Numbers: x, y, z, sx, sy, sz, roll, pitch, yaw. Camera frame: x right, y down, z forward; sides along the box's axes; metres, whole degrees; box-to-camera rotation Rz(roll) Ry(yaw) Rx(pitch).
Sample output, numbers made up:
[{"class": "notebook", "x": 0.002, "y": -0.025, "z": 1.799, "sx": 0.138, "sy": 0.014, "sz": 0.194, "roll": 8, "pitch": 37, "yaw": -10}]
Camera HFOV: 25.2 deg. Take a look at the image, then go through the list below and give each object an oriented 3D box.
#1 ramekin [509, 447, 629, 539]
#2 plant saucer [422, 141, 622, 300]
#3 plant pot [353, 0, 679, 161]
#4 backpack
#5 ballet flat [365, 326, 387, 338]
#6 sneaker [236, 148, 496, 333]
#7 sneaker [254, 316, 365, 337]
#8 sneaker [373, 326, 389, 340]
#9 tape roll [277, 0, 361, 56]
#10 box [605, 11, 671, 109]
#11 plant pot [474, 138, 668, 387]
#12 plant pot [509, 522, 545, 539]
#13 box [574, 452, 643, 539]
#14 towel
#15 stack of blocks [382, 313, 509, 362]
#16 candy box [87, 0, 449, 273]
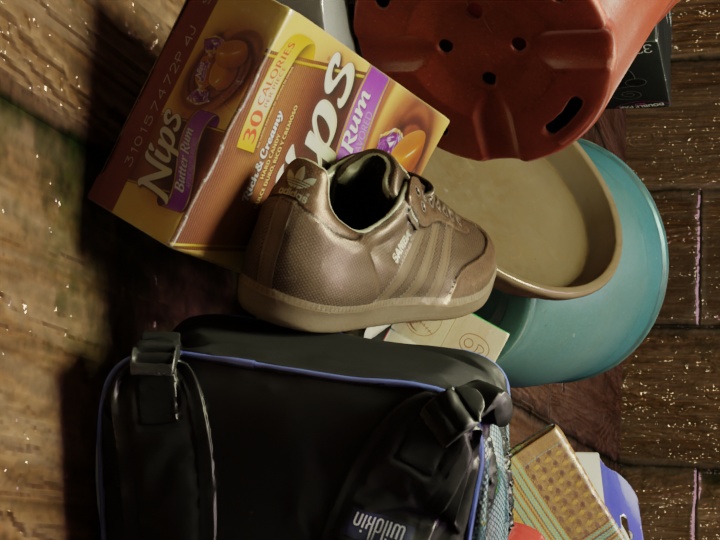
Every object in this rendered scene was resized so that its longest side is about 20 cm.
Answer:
[{"class": "ramekin", "x": 0.087, "y": 0.234, "z": 1.110, "sx": 0.105, "sy": 0.199, "sz": 0.201, "roll": 98, "pitch": 2, "yaw": -57}, {"class": "plant saucer", "x": 0.092, "y": -0.058, "z": 1.095, "sx": 0.029, "sy": 0.200, "sz": 0.201, "roll": -47, "pitch": -164, "yaw": 38}, {"class": "plant pot", "x": 0.096, "y": -0.176, "z": 0.927, "sx": 0.196, "sy": 0.200, "sz": 0.202, "roll": -61, "pitch": 148, "yaw": -46}, {"class": "backpack", "x": -0.020, "y": 0.128, "z": 0.731, "sx": 0.147, "sy": 0.182, "sz": 0.201, "roll": -24, "pitch": 120, "yaw": -73}, {"class": "ballet flat", "x": 0.000, "y": 0.000, "z": 1.026, "sx": 0.201, "sy": 0.069, "sz": 0.070, "roll": -73, "pitch": 157, "yaw": -47}, {"class": "sneaker", "x": 0.019, "y": -0.020, "z": 0.774, "sx": 0.200, "sy": 0.070, "sz": 0.076, "roll": -15, "pitch": 124, "yaw": -60}, {"class": "sneaker", "x": -0.038, "y": 0.032, "z": 0.910, "sx": 0.076, "sy": 0.075, "sz": 0.201, "roll": 40, "pitch": 49, "yaw": -21}, {"class": "sneaker", "x": -0.001, "y": 0.115, "z": 1.016, "sx": 0.201, "sy": 0.074, "sz": 0.080, "roll": -64, "pitch": 180, "yaw": -43}, {"class": "tape roll", "x": -0.025, "y": -0.162, "z": 0.933, "sx": 0.200, "sy": 0.066, "sz": 0.202, "roll": 0, "pitch": 90, "yaw": -76}, {"class": "box", "x": 0.152, "y": -0.213, "z": 1.330, "sx": 0.149, "sy": 0.199, "sz": 0.125, "roll": 44, "pitch": 46, "yaw": -69}, {"class": "plant pot", "x": 0.106, "y": 0.000, "z": 1.216, "sx": 0.188, "sy": 0.199, "sz": 0.201, "roll": -11, "pitch": 101, "yaw": -59}, {"class": "plant pot", "x": 0.072, "y": 0.258, "z": 0.889, "sx": 0.183, "sy": 0.200, "sz": 0.200, "roll": 49, "pitch": 18, "yaw": 3}, {"class": "box", "x": 0.086, "y": 0.179, "z": 1.060, "sx": 0.042, "sy": 0.199, "sz": 0.120, "roll": 103, "pitch": -12, "yaw": -57}, {"class": "towel", "x": 0.073, "y": 0.206, "z": 1.000, "sx": 0.147, "sy": 0.199, "sz": 0.022, "roll": 58, "pitch": -5, "yaw": -9}, {"class": "stack of blocks", "x": 0.007, "y": 0.111, "z": 0.884, "sx": 0.201, "sy": 0.058, "sz": 0.115, "roll": -61, "pitch": 176, "yaw": -4}, {"class": "candy box", "x": -0.037, "y": -0.055, "z": 0.779, "sx": 0.117, "sy": 0.056, "sz": 0.200, "roll": -63, "pitch": 154, "yaw": 3}]
